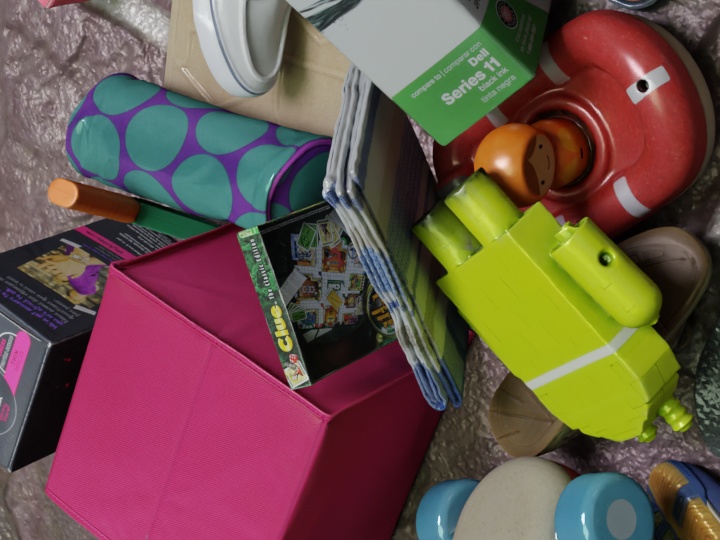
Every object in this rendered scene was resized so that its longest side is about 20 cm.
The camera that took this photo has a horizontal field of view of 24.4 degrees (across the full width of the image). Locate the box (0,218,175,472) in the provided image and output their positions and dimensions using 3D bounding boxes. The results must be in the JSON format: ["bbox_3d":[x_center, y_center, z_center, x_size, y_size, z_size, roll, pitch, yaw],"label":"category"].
[{"bbox_3d":[-0.215,0.049,1.259,0.106,0.200,0.122,35,121,22],"label":"box"}]

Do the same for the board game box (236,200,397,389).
[{"bbox_3d":[0.000,0.000,1.096,0.023,0.200,0.105,-19,92,36],"label":"board game box"}]

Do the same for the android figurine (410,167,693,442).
[{"bbox_3d":[0.118,0.028,1.005,0.200,0.041,0.182,46,157,0],"label":"android figurine"}]

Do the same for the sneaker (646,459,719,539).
[{"bbox_3d":[0.265,0.191,1.059,0.200,0.088,0.075,51,151,38],"label":"sneaker"}]

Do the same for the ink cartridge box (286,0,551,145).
[{"bbox_3d":[0.019,-0.198,1.010,0.200,0.147,0.083,40,127,-19],"label":"ink cartridge box"}]

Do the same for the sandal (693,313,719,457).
[{"bbox_3d":[0.257,0.022,1.032,0.076,0.043,0.200,12,101,24],"label":"sandal"}]

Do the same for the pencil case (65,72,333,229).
[{"bbox_3d":[-0.110,-0.078,1.175,0.200,0.092,0.085,20,95,30],"label":"pencil case"}]

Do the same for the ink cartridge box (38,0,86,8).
[{"bbox_3d":[-0.208,-0.317,1.217,0.146,0.085,0.200,46,126,14],"label":"ink cartridge box"}]

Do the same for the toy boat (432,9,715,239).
[{"bbox_3d":[0.118,-0.073,1.036,0.200,0.131,0.131,-35,84,37],"label":"toy boat"}]

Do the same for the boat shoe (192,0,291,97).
[{"bbox_3d":[-0.068,-0.210,1.099,0.065,0.074,0.200,11,116,37],"label":"boat shoe"}]

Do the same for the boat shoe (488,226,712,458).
[{"bbox_3d":[0.163,0.046,1.093,0.200,0.063,0.073,-48,60,31],"label":"boat shoe"}]

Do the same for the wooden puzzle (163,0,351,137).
[{"bbox_3d":[-0.055,-0.165,1.185,0.185,0.046,0.200,21,120,28],"label":"wooden puzzle"}]

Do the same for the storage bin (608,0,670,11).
[{"bbox_3d":[0.121,-0.253,0.979,0.200,0.134,0.146,51,125,10],"label":"storage bin"}]

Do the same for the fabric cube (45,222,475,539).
[{"bbox_3d":[-0.074,0.102,1.181,0.200,0.196,0.200,33,120,23],"label":"fabric cube"}]

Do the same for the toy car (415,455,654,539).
[{"bbox_3d":[0.152,0.233,1.103,0.184,0.200,0.177,-13,56,56],"label":"toy car"}]

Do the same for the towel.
[{"bbox_3d":[0.028,-0.025,1.060,0.024,0.147,0.200,-12,129,19],"label":"towel"}]

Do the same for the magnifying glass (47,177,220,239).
[{"bbox_3d":[-0.157,-0.040,1.198,0.080,0.200,0.022,21,91,25],"label":"magnifying glass"}]
